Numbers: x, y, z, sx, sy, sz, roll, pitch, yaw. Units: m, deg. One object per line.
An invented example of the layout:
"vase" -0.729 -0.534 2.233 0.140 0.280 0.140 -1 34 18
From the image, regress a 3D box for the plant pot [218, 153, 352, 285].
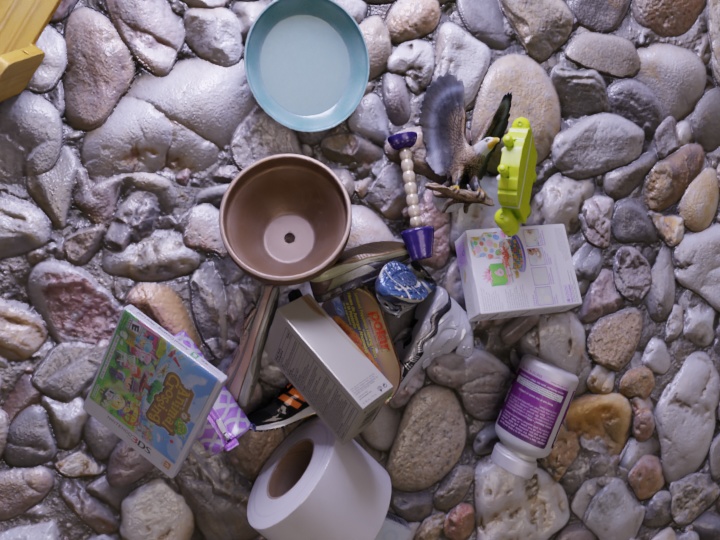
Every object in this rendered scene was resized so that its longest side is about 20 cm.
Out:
"plant pot" -0.110 -0.066 0.950 0.195 0.093 0.206 0 70 -1

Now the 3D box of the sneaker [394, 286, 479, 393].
"sneaker" 0.126 0.139 1.082 0.113 0.075 0.203 28 92 -20

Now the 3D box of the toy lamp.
"toy lamp" 0.083 -0.119 1.013 0.057 0.058 0.205 -10 89 -14

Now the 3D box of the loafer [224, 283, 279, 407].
"loafer" -0.182 0.115 0.994 0.061 0.072 0.205 16 97 3

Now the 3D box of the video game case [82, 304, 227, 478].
"video game case" -0.307 0.181 0.917 0.180 0.022 0.202 34 112 6

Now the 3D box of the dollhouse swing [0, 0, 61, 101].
"dollhouse swing" -0.499 -0.346 0.777 0.198 0.183 0.177 35 109 -18

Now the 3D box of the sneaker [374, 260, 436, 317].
"sneaker" 0.063 0.041 0.998 0.085 0.199 0.077 -46 74 16

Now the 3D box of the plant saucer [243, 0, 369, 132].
"plant saucer" -0.083 -0.318 0.965 0.195 0.036 0.206 -3 101 -15

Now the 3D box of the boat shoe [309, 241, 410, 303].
"boat shoe" 0.000 0.000 1.015 0.196 0.073 0.066 -16 111 -28

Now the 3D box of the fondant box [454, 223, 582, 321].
"fondant box" 0.273 0.003 1.084 0.195 0.058 0.148 -4 75 -16

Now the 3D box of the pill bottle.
"pill bottle" 0.312 0.267 1.139 0.110 0.112 0.204 21 93 -18

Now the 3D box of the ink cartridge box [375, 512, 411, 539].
"ink cartridge box" -0.022 0.517 1.116 0.158 0.047 0.203 28 89 -19

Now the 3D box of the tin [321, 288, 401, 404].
"tin" -0.002 0.126 1.025 0.110 0.042 0.204 -16 79 -14

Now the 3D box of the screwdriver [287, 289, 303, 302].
"screwdriver" -0.075 0.127 1.013 0.029 0.028 0.204 -15 81 -27

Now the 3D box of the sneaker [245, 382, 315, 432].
"sneaker" -0.104 0.200 1.036 0.196 0.070 0.092 -16 88 -13

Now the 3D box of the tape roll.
"tape roll" -0.066 0.358 0.997 0.203 0.202 0.139 -46 109 -4

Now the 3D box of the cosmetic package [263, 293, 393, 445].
"cosmetic package" -0.052 0.145 0.935 0.070 0.106 0.200 -25 63 -41

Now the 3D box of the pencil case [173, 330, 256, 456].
"pencil case" -0.250 0.190 0.955 0.083 0.085 0.202 -37 92 -6

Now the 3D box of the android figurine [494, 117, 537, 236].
"android figurine" 0.255 -0.155 1.018 0.040 0.199 0.187 9 83 25

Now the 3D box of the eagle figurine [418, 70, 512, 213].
"eagle figurine" 0.178 -0.203 1.031 0.151 0.148 0.205 38 50 -57
